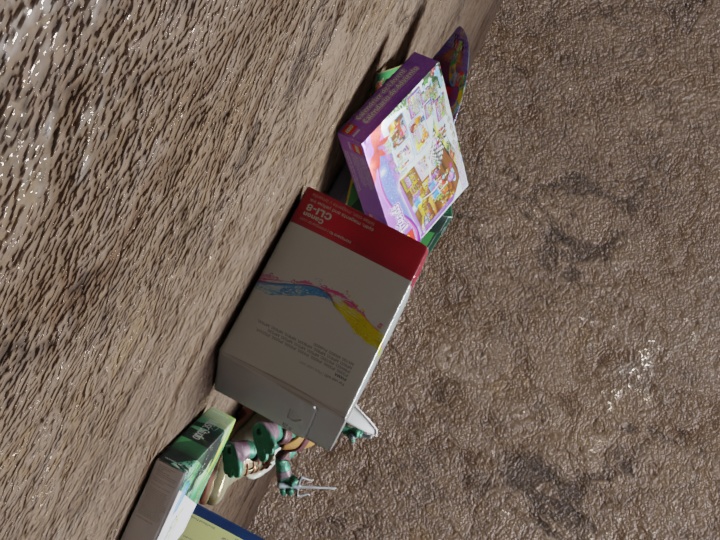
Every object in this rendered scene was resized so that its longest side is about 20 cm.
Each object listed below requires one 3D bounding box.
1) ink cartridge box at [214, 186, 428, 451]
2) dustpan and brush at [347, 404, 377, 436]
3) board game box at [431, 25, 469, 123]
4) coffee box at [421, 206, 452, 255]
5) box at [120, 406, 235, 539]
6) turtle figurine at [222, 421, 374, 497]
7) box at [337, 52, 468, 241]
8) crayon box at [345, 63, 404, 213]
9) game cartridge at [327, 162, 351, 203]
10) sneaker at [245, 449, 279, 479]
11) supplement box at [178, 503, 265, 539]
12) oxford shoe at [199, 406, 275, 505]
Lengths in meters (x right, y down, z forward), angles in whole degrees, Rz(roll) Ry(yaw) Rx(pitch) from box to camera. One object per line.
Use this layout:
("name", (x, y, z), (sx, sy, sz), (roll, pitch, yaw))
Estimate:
("ink cartridge box", (-0.042, 0.054, 1.242), (0.201, 0.143, 0.146), (-63, 178, -23))
("dustpan and brush", (-0.056, 0.124, 1.548), (0.057, 0.199, 0.140), (-53, -143, 13))
("board game box", (0.075, -0.216, 1.539), (0.200, 0.038, 0.160), (134, -34, -57))
("coffee box", (0.074, -0.109, 1.600), (0.123, 0.043, 0.202), (120, -23, -46))
("box", (-0.189, 0.228, 1.214), (0.146, 0.036, 0.200), (-64, 178, 11))
("turtle figurine", (-0.080, 0.228, 1.593), (0.199, 0.101, 0.150), (3, 132, -48))
("box", (0.052, -0.123, 1.359), (0.137, 0.039, 0.201), (-48, 144, -23))
("crayon box", (0.035, -0.138, 1.442), (0.127, 0.050, 0.202), (-40, 145, -64))
("game cartridge", (-0.040, -0.047, 1.506), (0.202, 0.040, 0.133), (-63, 180, -21))
("sneaker", (-0.136, 0.258, 1.999), (0.202, 0.074, 0.100), (-64, 178, 7))
("supplement box", (-0.222, 0.447, 1.533), (0.201, 0.133, 0.200), (-66, 177, 37))
("oxford shoe", (-0.151, 0.242, 1.616), (0.201, 0.073, 0.071), (-59, 178, -47))
